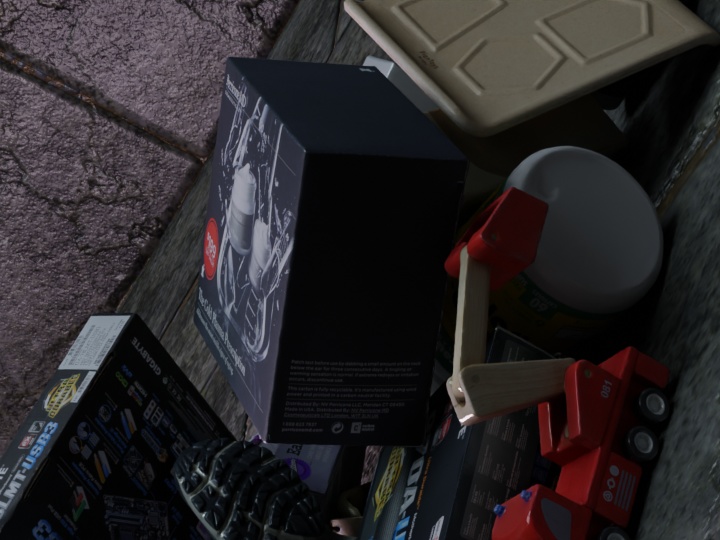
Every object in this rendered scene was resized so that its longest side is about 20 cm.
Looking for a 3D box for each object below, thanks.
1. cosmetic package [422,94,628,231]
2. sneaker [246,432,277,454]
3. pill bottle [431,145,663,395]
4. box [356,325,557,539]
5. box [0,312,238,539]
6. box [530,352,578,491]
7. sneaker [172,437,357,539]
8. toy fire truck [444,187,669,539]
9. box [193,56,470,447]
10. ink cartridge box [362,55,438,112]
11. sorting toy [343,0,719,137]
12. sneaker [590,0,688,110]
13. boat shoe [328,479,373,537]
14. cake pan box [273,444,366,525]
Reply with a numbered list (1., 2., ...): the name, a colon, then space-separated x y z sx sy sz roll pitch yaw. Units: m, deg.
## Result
1. cosmetic package: 0.081 -0.063 1.619 0.200 0.071 0.105 -19 -24 -51
2. sneaker: -0.038 0.137 1.889 0.087 0.074 0.200 -34 12 50
3. pill bottle: 0.099 0.016 1.529 0.200 0.112 0.113 -48 19 52
4. box: 0.043 0.155 1.399 0.159 0.046 0.201 -50 18 48
5. box: -0.162 0.166 1.628 0.049 0.200 0.199 0 48 40
6. box: 0.079 0.152 1.480 0.200 0.049 0.160 -40 28 63
7. sneaker: -0.051 0.196 1.596 0.078 0.200 0.086 -45 -9 -40
8. toy fire truck: 0.099 0.070 1.331 0.049 0.141 0.201 -39 26 56
9. box: -0.024 -0.016 1.459 0.200 0.103 0.183 -130 46 -64
10. ink cartridge box: 0.031 -0.052 1.906 0.201 0.144 0.145 -62 11 2
11. sorting toy: 0.113 -0.161 1.605 0.185 0.199 0.037 50 154 47
12. sneaker: 0.195 -0.210 1.743 0.106 0.075 0.201 -50 25 31
13. boat shoe: 0.014 0.176 1.649 0.201 0.074 0.076 -60 11 16
14. cake pan box: -0.036 0.175 1.738 0.200 0.052 0.185 -69 -13 -55
